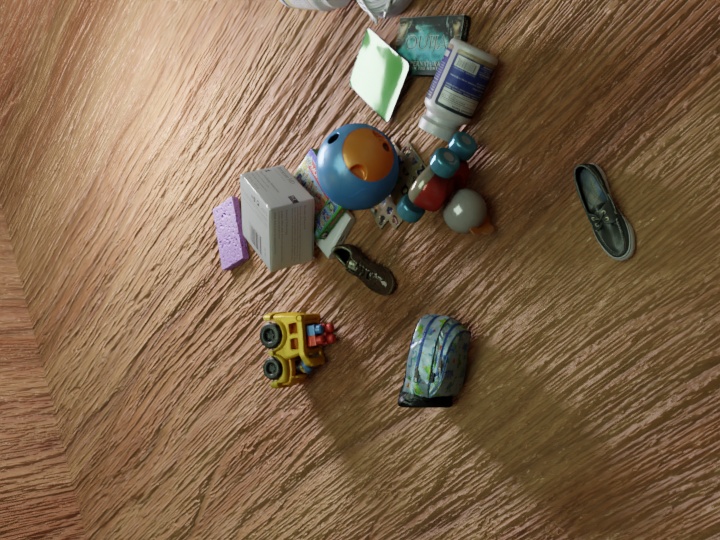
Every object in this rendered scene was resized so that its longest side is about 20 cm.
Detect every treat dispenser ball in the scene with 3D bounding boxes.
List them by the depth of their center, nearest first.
[{"bbox_3d":[-0.007,-0.246,1.712,0.199,0.199,0.205,-2,87,44],"label":"treat dispenser ball"}]

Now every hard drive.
[{"bbox_3d":[-0.102,-0.147,1.930,0.200,0.026,0.133,50,121,33],"label":"hard drive"}]

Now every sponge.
[{"bbox_3d":[-0.400,-0.112,2.215,0.111,0.030,0.203,-24,72,41],"label":"sponge"}]

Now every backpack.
[{"bbox_3d":[0.166,0.198,1.580,0.152,0.162,0.204,-7,76,35],"label":"backpack"}]

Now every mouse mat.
[{"bbox_3d":[0.044,-0.486,1.790,0.201,0.007,0.162,52,134,35],"label":"mouse mat"}]

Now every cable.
[{"bbox_3d":[0.064,-0.726,1.764,0.201,0.069,0.201,-54,54,27],"label":"cable"}]

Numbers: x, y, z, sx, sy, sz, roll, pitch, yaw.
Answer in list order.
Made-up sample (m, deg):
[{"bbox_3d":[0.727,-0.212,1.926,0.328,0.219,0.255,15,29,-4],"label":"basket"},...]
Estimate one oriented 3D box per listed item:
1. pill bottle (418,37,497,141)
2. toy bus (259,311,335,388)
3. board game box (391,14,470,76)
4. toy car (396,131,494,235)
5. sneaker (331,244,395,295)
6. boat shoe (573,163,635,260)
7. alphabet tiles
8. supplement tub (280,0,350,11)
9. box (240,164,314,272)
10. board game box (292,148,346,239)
[{"bbox_3d":[0.208,-0.391,1.576,0.116,0.115,0.202,41,115,37],"label":"pill bottle"},{"bbox_3d":[-0.153,0.206,1.911,0.189,0.135,0.204,-7,85,27],"label":"toy bus"},{"bbox_3d":[0.162,-0.525,1.687,0.198,0.028,0.138,16,100,43],"label":"board game box"},{"bbox_3d":[0.216,-0.154,1.564,0.200,0.177,0.185,42,135,4],"label":"toy car"},{"bbox_3d":[0.000,0.000,1.790,0.199,0.075,0.071,38,113,39],"label":"sneaker"},{"bbox_3d":[0.455,-0.112,1.366,0.068,0.056,0.203,-33,66,38],"label":"boat shoe"},{"bbox_3d":[0.084,-0.207,1.765,0.200,0.006,0.168,-50,57,31],"label":"alphabet tiles"},{"bbox_3d":[-0.120,-0.760,1.892,0.199,0.143,0.147,23,104,42],"label":"supplement tub"},{"bbox_3d":[-0.222,-0.141,1.918,0.199,0.129,0.203,47,143,43],"label":"box"},{"bbox_3d":[-0.112,-0.203,1.905,0.135,0.029,0.201,-50,57,32],"label":"board game box"}]
